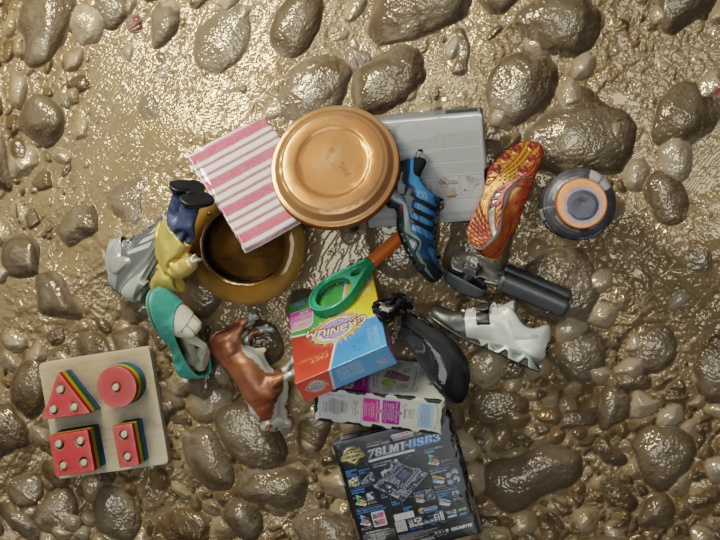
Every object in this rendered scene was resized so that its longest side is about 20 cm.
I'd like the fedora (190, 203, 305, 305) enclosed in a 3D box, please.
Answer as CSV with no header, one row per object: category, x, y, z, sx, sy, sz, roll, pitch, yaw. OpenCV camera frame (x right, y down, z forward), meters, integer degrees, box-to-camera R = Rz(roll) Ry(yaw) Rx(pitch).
fedora,-0.177,-0.040,1.620,0.199,0.082,0.202,1,93,14

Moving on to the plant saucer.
plant saucer,-0.040,-0.160,1.528,0.199,0.032,0.202,-2,73,8

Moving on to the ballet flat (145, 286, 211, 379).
ballet flat,-0.279,0.101,1.605,0.070,0.068,0.201,6,137,19

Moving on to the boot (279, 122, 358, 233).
boot,-0.074,-0.135,1.616,0.075,0.074,0.201,-36,81,23

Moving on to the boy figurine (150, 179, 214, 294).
boy figurine,-0.281,-0.036,1.566,0.124,0.064,0.201,45,130,40

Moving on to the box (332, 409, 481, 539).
box,0.075,0.345,1.621,0.199,0.050,0.200,-16,90,9

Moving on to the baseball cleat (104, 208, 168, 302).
baseball cleat,-0.355,-0.049,1.652,0.106,0.070,0.201,31,93,12

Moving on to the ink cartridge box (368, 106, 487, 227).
ink cartridge box,0.101,-0.162,1.596,0.199,0.044,0.175,-4,114,8

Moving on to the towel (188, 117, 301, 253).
towel,-0.164,-0.135,1.569,0.146,0.030,0.200,-30,69,-12

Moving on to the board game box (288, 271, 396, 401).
board game box,-0.031,0.096,1.554,0.152,0.200,0.040,-24,123,8

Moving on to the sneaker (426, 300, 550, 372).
sneaker,0.204,0.081,1.573,0.199,0.074,0.089,22,91,16

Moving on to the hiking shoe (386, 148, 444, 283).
hiking shoe,0.096,-0.079,1.558,0.086,0.074,0.201,-23,100,-1

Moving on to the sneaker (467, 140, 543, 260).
sneaker,0.228,-0.112,1.574,0.073,0.077,0.201,25,81,34

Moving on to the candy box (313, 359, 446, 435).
candy box,0.037,0.190,1.571,0.199,0.136,0.061,5,110,8

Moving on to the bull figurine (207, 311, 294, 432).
bull figurine,-0.162,0.166,1.638,0.121,0.065,0.200,-40,88,6

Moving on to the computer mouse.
computer mouse,0.106,0.108,1.522,0.053,0.138,0.200,-39,82,18

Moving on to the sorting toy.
sorting toy,-0.436,0.241,1.676,0.199,0.070,0.200,-9,91,9

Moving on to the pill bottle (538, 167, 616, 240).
pill bottle,0.320,-0.098,1.488,0.106,0.200,0.107,0,93,7

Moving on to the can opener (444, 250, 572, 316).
can opener,0.231,0.027,1.592,0.199,0.053,0.067,23,128,6

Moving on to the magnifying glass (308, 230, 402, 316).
magnifying glass,0.000,0.000,1.595,0.200,0.080,0.022,-39,125,-12
